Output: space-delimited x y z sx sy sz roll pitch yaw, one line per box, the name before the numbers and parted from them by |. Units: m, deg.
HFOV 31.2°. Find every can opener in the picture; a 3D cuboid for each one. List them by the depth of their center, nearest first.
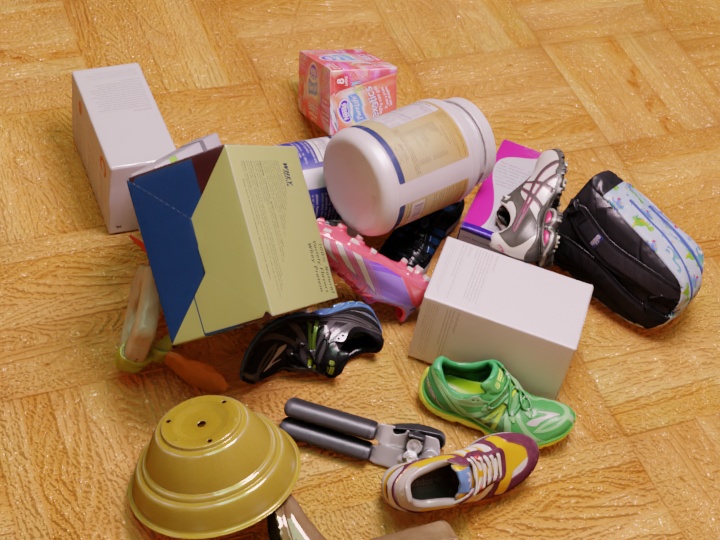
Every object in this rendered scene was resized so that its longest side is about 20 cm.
can opener | 0.002 0.200 1.551 0.199 0.053 0.066 14 13 0

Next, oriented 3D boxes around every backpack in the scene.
backpack | 0.368 -0.018 1.747 0.153 0.163 0.200 -17 59 -43

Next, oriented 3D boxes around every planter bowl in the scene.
planter bowl | -0.170 0.199 1.441 0.199 0.084 0.201 -6 33 4

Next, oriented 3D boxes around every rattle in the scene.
rattle | -0.228 0.040 1.600 0.142 0.131 0.200 4 41 -4

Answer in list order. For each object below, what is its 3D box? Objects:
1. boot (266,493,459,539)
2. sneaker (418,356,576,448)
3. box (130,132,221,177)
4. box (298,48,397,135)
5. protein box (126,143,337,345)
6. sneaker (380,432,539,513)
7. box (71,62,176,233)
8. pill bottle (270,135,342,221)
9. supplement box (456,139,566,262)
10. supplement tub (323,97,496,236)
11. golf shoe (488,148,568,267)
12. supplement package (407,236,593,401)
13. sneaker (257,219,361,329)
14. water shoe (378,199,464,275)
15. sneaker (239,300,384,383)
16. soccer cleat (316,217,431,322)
boot | 0.006 0.309 1.439 0.199 0.066 0.176 -8 59 -19
sneaker | 0.170 0.161 1.587 0.199 0.084 0.074 16 47 2
box | -0.207 -0.079 1.643 0.041 0.157 0.200 -16 12 22
box | -0.022 -0.261 1.869 0.102 0.095 0.200 -4 18 -14
protein box | -0.146 -0.034 1.517 0.134 0.199 0.200 -16 -1 21
sneaker | 0.127 0.238 1.491 0.199 0.090 0.075 -16 90 -16
box | -0.323 -0.169 1.762 0.097 0.125 0.200 -11 52 -21
pill bottle | -0.059 -0.121 1.774 0.199 0.120 0.120 -11 51 -21
supplement box | 0.207 -0.075 1.796 0.101 0.104 0.200 22 49 9
supplement tub | 0.066 -0.142 1.693 0.199 0.145 0.144 -24 56 -32
golf shoe | 0.226 -0.094 1.702 0.088 0.077 0.200 10 47 6
supplement package | 0.179 0.065 1.651 0.199 0.120 0.121 19 46 7
sneaker | -0.070 0.012 1.685 0.199 0.075 0.115 -22 57 -22
water shoe | 0.081 -0.059 1.773 0.071 0.079 0.200 26 48 13
sneaker | -0.058 0.097 1.609 0.199 0.071 0.083 -16 51 -26
soccer cleat | 0.000 0.000 1.657 0.199 0.077 0.067 26 12 -26
